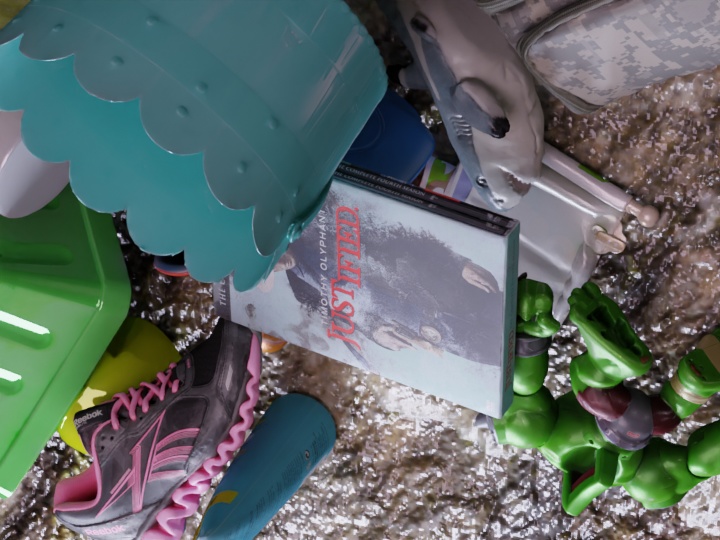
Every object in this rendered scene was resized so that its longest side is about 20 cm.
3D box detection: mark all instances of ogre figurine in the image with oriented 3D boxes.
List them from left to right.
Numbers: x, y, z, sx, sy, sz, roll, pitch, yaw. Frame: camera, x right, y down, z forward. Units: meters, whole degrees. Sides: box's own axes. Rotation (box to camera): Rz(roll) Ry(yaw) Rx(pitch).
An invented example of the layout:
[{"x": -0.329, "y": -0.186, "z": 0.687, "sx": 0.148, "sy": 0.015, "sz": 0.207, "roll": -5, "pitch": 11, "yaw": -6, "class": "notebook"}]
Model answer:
[{"x": 0.154, "y": 0.081, "z": 1.711, "sx": 0.199, "sy": 0.098, "sz": 0.120, "roll": 10, "pitch": 134, "yaw": -30, "class": "ogre figurine"}]

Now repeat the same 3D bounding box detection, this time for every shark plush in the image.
[{"x": 0.038, "y": -0.127, "z": 1.691, "sx": 0.200, "sy": 0.091, "sz": 0.083, "roll": 41, "pitch": 139, "yaw": 1, "class": "shark plush"}]

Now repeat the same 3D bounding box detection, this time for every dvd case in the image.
[{"x": 0.000, "y": 0.000, "z": 1.672, "sx": 0.199, "sy": 0.022, "sz": 0.146, "roll": 21, "pitch": 135, "yaw": 22, "class": "dvd case"}]

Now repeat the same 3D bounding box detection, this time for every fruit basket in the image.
[{"x": -0.193, "y": 0.051, "z": 1.864, "sx": 0.215, "sy": 0.156, "sz": 0.216, "roll": -10, "pitch": 137, "yaw": -10, "class": "fruit basket"}]

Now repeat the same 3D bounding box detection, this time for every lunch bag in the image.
[{"x": 0.165, "y": -0.186, "z": 1.577, "sx": 0.200, "sy": 0.140, "sz": 0.168, "roll": -21, "pitch": 119, "yaw": 31, "class": "lunch bag"}]

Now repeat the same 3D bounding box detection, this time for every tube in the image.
[{"x": -0.073, "y": 0.147, "z": 1.789, "sx": 0.050, "sy": 0.200, "sz": 0.078, "roll": 24, "pitch": 122, "yaw": 9, "class": "tube"}]

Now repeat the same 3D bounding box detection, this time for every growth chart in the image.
[{"x": 0.077, "y": -0.005, "z": 1.761, "sx": 0.145, "sy": 0.018, "sz": 0.200, "roll": 37, "pitch": 122, "yaw": 6, "class": "growth chart"}]

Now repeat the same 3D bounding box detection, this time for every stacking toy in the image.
[{"x": -0.038, "y": -0.022, "z": 1.769, "sx": 0.116, "sy": 0.110, "sz": 0.200, "roll": 28, "pitch": 132, "yaw": 11, "class": "stacking toy"}]

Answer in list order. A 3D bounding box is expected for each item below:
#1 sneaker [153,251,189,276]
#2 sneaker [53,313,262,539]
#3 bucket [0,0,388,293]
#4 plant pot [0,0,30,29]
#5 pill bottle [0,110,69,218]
[{"x": -0.114, "y": -0.090, "z": 1.772, "sx": 0.075, "sy": 0.085, "sz": 0.201, "roll": -1, "pitch": 111, "yaw": 25, "class": "sneaker"}, {"x": -0.130, "y": 0.100, "z": 1.789, "sx": 0.095, "sy": 0.079, "sz": 0.200, "roll": 25, "pitch": 115, "yaw": -14, "class": "sneaker"}, {"x": -0.093, "y": -0.102, "z": 1.557, "sx": 0.207, "sy": 0.135, "sz": 0.207, "roll": 35, "pitch": 163, "yaw": 13, "class": "bucket"}, {"x": -0.215, "y": -0.240, "z": 1.706, "sx": 0.200, "sy": 0.200, "sz": 0.185, "roll": 33, "pitch": 111, "yaw": 8, "class": "plant pot"}, {"x": -0.267, "y": -0.122, "z": 1.787, "sx": 0.200, "sy": 0.113, "sz": 0.113, "roll": 38, "pitch": 124, "yaw": 23, "class": "pill bottle"}]
